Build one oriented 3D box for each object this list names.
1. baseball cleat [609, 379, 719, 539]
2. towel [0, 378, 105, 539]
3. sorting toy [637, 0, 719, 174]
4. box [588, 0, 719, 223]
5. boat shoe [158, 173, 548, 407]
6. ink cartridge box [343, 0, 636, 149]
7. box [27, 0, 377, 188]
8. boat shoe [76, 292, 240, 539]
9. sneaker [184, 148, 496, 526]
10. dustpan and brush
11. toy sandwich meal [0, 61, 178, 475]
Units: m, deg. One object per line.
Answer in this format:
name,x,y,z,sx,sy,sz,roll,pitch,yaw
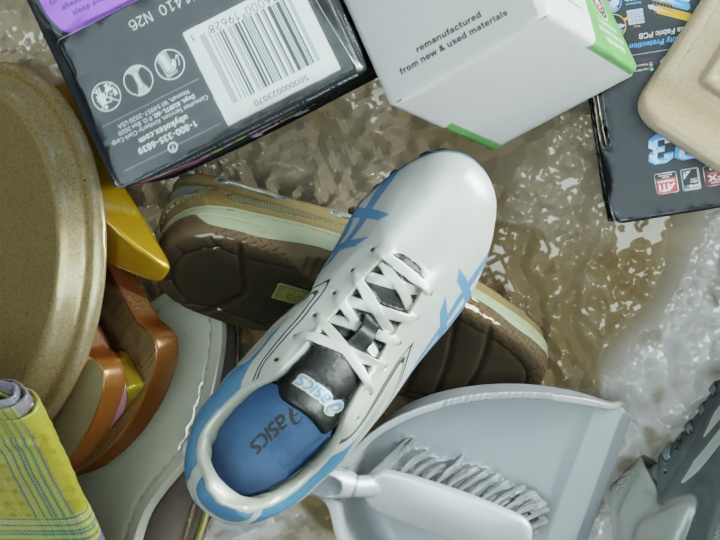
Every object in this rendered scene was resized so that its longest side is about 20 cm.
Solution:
baseball cleat,0.170,0.077,1.278,0.106,0.070,0.201,1,72,35
towel,-0.175,0.120,1.211,0.143,0.023,0.200,-3,133,22
sorting toy,0.253,-0.104,1.224,0.185,0.036,0.200,34,90,10
box,0.200,-0.135,1.273,0.199,0.050,0.199,-9,94,4
boat shoe,0.000,0.000,1.283,0.199,0.076,0.072,24,127,-18
ink cartridge box,0.032,-0.168,1.206,0.084,0.145,0.201,-28,75,16
box,-0.067,-0.110,1.214,0.122,0.200,0.106,-25,92,5
boat shoe,-0.101,0.106,1.301,0.072,0.059,0.201,21,93,35
sneaker,-0.004,0.034,1.206,0.072,0.072,0.200,37,93,-12
dustpan and brush,0.014,0.104,1.274,0.199,0.057,0.140,17,112,0
toy sandwich meal,-0.159,0.001,1.270,0.205,0.070,0.206,-5,84,48
